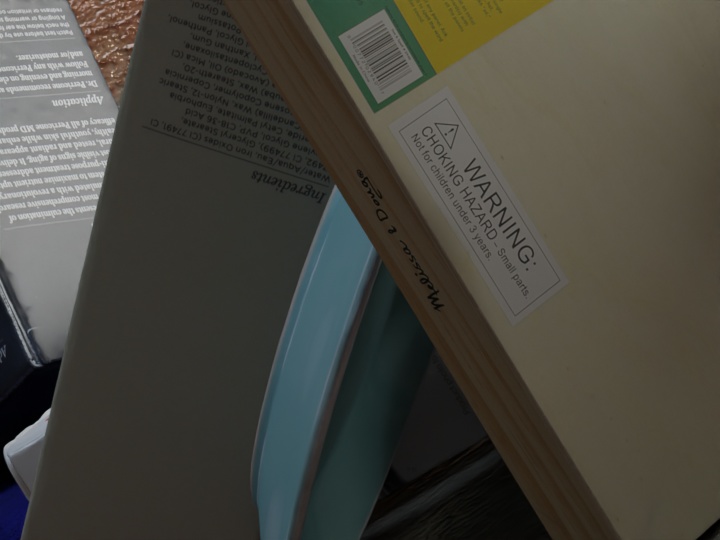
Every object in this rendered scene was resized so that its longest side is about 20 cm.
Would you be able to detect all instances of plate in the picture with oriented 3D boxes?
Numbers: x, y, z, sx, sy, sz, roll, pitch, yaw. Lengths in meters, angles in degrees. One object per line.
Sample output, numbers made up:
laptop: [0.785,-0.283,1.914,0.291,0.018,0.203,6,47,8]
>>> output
plate: [0.005,0.006,0.654,0.200,0.025,0.201,21,-90,-82]

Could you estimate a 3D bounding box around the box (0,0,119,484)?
box: [-0.198,0.002,1.145,0.123,0.198,0.200,-8,-25,-45]

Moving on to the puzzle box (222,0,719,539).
puzzle box: [0.050,-0.045,0.546,0.133,0.201,0.025,-34,5,-32]

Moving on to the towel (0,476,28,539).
towel: [-0.151,0.125,1.038,0.199,0.050,0.148,-31,8,39]

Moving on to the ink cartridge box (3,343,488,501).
ink cartridge box: [-0.011,0.034,0.842,0.199,0.086,0.146,-33,4,11]

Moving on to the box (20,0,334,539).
box: [-0.039,0.002,0.721,0.068,0.082,0.201,-42,-31,-71]
